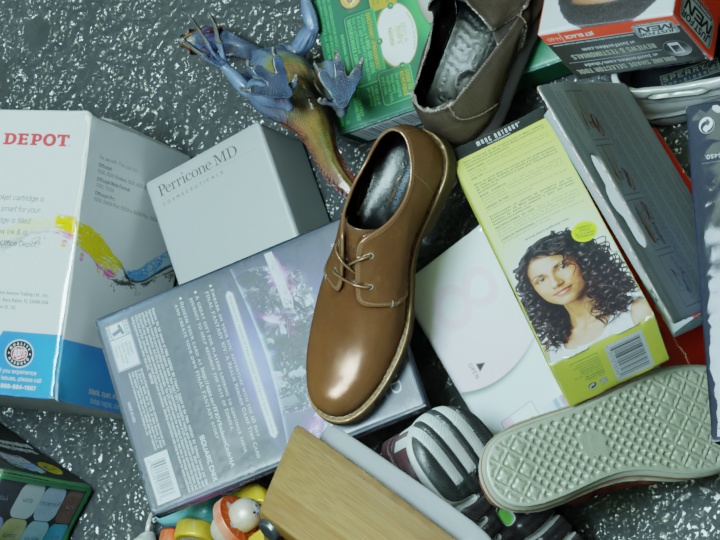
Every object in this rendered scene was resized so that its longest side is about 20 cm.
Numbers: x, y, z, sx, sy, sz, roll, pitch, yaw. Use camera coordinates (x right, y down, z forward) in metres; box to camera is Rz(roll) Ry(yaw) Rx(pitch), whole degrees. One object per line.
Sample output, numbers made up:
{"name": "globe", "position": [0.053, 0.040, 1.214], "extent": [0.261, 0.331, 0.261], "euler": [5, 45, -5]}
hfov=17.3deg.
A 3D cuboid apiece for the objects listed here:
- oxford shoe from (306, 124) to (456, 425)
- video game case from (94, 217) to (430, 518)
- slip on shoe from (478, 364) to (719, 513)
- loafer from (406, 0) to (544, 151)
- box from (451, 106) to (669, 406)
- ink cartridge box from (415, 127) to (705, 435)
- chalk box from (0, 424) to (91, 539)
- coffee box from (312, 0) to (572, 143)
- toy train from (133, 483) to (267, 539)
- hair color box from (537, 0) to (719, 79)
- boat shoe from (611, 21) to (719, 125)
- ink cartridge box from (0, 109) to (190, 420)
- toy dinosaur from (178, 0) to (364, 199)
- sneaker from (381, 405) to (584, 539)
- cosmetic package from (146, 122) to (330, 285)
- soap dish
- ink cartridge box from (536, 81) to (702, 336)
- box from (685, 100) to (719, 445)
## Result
{"name": "oxford shoe", "position": [0.000, 0.000, 1.522], "extent": [0.071, 0.071, 0.201], "euler": [15, 89, 24]}
{"name": "video game case", "position": [-0.067, 0.062, 1.576], "extent": [0.199, 0.019, 0.144], "euler": [-22, 71, 9]}
{"name": "slip on shoe", "position": [0.164, 0.108, 1.488], "extent": [0.199, 0.061, 0.075], "euler": [-15, 81, -14]}
{"name": "loafer", "position": [0.086, -0.177, 1.554], "extent": [0.073, 0.071, 0.201], "euler": [14, 87, 26]}
{"name": "box", "position": [0.124, -0.012, 1.503], "extent": [0.075, 0.050, 0.201], "euler": [-26, 47, 2]}
{"name": "ink cartridge box", "position": [0.146, 0.021, 1.554], "extent": [0.200, 0.057, 0.163], "euler": [-39, 66, 20]}
{"name": "chalk box", "position": [-0.287, 0.177, 1.691], "extent": [0.199, 0.125, 0.125], "euler": [31, 95, 28]}
{"name": "coffee box", "position": [0.068, -0.173, 1.628], "extent": [0.199, 0.044, 0.124], "euler": [-19, 74, 22]}
{"name": "toy train", "position": [-0.116, 0.197, 1.597], "extent": [0.151, 0.056, 0.200], "euler": [-53, 36, 5]}
{"name": "hair color box", "position": [0.186, -0.230, 1.534], "extent": [0.101, 0.061, 0.201], "euler": [-6, 61, 34]}
{"name": "boat shoe", "position": [0.256, -0.149, 1.520], "extent": [0.199, 0.065, 0.074], "euler": [-27, 70, 19]}
{"name": "ink cartridge box", "position": [-0.226, -0.004, 1.682], "extent": [0.146, 0.144, 0.202], "euler": [4, 83, 26]}
{"name": "toy dinosaur", "position": [-0.068, -0.126, 1.639], "extent": [0.104, 0.181, 0.202], "euler": [-13, 93, -15]}
{"name": "sneaker", "position": [0.081, 0.180, 1.550], "extent": [0.075, 0.115, 0.201], "euler": [-34, 95, -27]}
{"name": "cosmetic package", "position": [-0.065, 0.012, 1.643], "extent": [0.101, 0.071, 0.201], "euler": [-28, 70, 19]}
{"name": "soap dish", "position": [0.012, 0.207, 1.503], "extent": [0.157, 0.201, 0.081], "euler": [33, 60, 27]}
{"name": "ink cartridge box", "position": [0.159, -0.035, 1.433], "extent": [0.047, 0.200, 0.161], "euler": [-32, 83, 21]}
{"name": "box", "position": [0.275, 0.011, 1.403], "extent": [0.122, 0.200, 0.200], "euler": [-8, 77, 20]}
